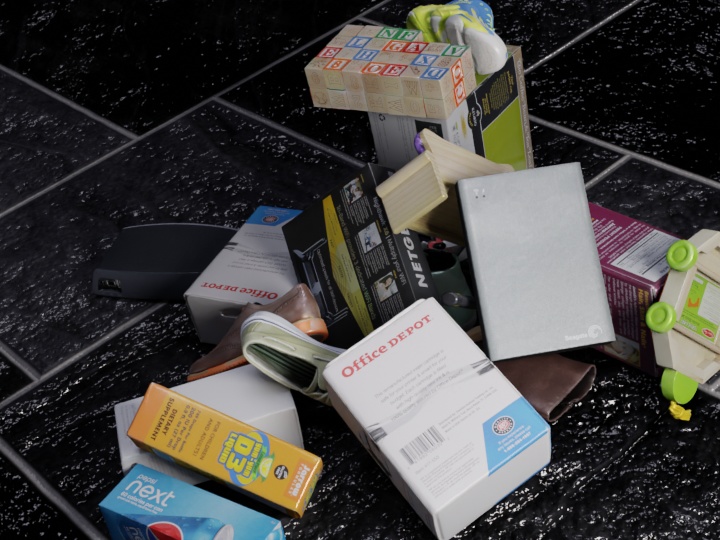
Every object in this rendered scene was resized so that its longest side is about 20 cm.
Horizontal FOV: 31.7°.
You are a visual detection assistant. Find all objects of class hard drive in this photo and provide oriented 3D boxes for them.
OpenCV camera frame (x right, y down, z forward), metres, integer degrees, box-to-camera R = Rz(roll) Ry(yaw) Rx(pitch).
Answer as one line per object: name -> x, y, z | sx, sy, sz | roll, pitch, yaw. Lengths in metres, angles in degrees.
hard drive -> 0.188, -0.008, 1.372 | 0.139, 0.201, 0.033 | -9, -9, -6
hard drive -> -0.261, -0.015, 1.742 | 0.199, 0.043, 0.135 | 1, 38, 19

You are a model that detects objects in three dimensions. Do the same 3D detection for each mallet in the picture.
mallet -> 0.131, 0.039, 1.439 | 0.066, 0.041, 0.200 | 6, -4, 35

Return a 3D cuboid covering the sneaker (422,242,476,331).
sneaker -> 0.035, 0.021, 1.539 | 0.199, 0.119, 0.074 | -5, 37, 12

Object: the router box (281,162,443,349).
router box -> 0.000, 0.000, 1.488 | 0.157, 0.052, 0.201 | -33, 64, 34

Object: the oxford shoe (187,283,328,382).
oxford shoe -> -0.127, 0.080, 1.498 | 0.199, 0.071, 0.073 | -26, 69, 24

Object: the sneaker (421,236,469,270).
sneaker -> 0.149, -0.034, 1.612 | 0.200, 0.071, 0.098 | -40, 80, -5

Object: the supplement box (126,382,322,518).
supplement box -> -0.141, 0.189, 1.332 | 0.199, 0.069, 0.067 | 23, 73, 4

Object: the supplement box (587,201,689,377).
supplement box -> 0.288, 0.013, 1.462 | 0.103, 0.132, 0.200 | -34, 42, -30

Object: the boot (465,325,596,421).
boot -> 0.140, 0.129, 1.396 | 0.200, 0.073, 0.166 | -33, 37, -33

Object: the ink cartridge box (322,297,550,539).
ink cartridge box -> 0.077, 0.150, 1.303 | 0.146, 0.086, 0.200 | -34, 57, -12

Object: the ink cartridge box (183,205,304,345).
ink cartridge box -> -0.109, 0.010, 1.625 | 0.146, 0.086, 0.200 | 8, 42, 27

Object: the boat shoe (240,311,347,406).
boat shoe -> -0.048, 0.118, 1.411 | 0.199, 0.072, 0.062 | 27, 30, -10

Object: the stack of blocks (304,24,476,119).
stack of blocks -> 0.044, -0.255, 1.620 | 0.199, 0.059, 0.115 | 11, 43, 31

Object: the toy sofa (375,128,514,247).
toy sofa -> 0.113, -0.083, 1.483 | 0.083, 0.199, 0.098 | -35, 58, 31

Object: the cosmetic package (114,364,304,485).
cosmetic package -> -0.171, 0.178, 1.429 | 0.199, 0.074, 0.102 | -14, 36, -6

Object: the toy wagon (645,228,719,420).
toy wagon -> 0.359, 0.060, 1.361 | 0.039, 0.155, 0.201 | 15, 82, 48

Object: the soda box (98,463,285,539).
soda box -> -0.171, 0.271, 1.307 | 0.199, 0.064, 0.068 | 14, 43, 33

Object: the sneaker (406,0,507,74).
sneaker -> 0.149, -0.320, 1.663 | 0.105, 0.076, 0.200 | -27, 37, -22

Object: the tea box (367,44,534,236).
tea box -> 0.127, -0.179, 1.714 | 0.133, 0.201, 0.197 | 16, 43, 34
